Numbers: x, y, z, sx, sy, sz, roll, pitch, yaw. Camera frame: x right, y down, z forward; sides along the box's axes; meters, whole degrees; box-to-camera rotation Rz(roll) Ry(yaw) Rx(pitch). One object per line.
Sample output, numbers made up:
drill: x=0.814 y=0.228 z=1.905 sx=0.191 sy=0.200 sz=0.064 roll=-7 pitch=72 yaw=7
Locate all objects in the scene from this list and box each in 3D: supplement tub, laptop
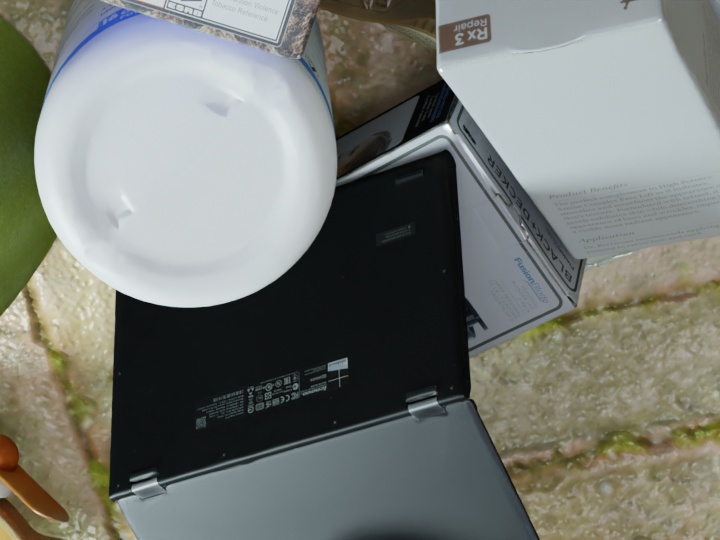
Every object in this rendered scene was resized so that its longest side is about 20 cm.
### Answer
supplement tub: x=-0.078 y=-0.077 z=1.033 sx=0.131 sy=0.200 sz=0.133 roll=-1 pitch=112 yaw=-4
laptop: x=-0.010 y=0.079 z=1.055 sx=0.186 sy=0.201 sz=0.116 roll=-17 pitch=146 yaw=23

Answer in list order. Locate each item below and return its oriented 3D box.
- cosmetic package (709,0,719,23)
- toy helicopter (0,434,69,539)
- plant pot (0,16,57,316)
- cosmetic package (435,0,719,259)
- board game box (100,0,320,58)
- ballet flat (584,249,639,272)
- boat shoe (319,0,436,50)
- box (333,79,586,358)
cosmetic package: x=0.111 y=-0.208 z=1.036 sx=0.200 sy=0.074 sz=0.102 roll=36 pitch=73 yaw=-15
toy helicopter: x=-0.173 y=0.144 z=1.170 sx=0.198 sy=0.079 sz=0.133 roll=7 pitch=99 yaw=4
plant pot: x=-0.232 y=-0.022 z=1.045 sx=0.185 sy=0.200 sz=0.189 roll=-1 pitch=111 yaw=-3
cosmetic package: x=0.111 y=-0.081 z=0.997 sx=0.101 sy=0.075 sz=0.200 roll=-10 pitch=152 yaw=18
board game box: x=-0.070 y=-0.209 z=0.882 sx=0.158 sy=0.097 sz=0.201 roll=16 pitch=109 yaw=-11
ballet flat: x=0.149 y=-0.044 z=1.133 sx=0.199 sy=0.072 sz=0.072 roll=-21 pitch=111 yaw=5
boat shoe: x=0.045 y=-0.140 z=1.091 sx=0.199 sy=0.065 sz=0.072 roll=19 pitch=103 yaw=-28
box: x=0.000 y=0.000 z=1.111 sx=0.199 sy=0.060 sz=0.117 roll=-28 pitch=111 yaw=27
